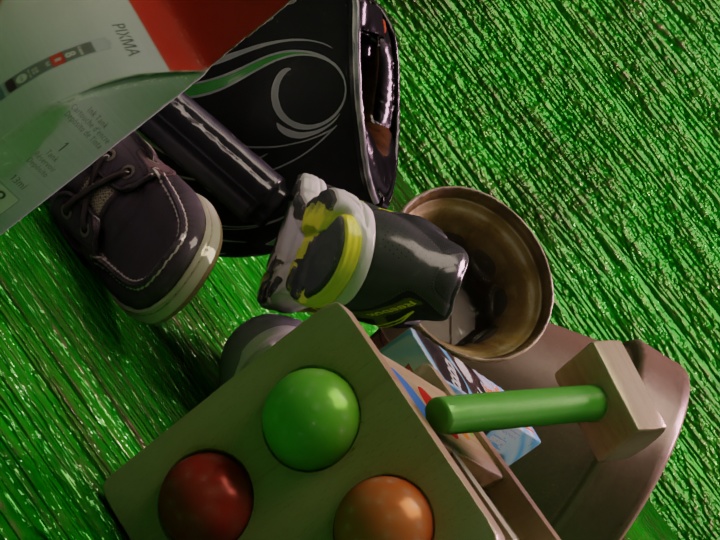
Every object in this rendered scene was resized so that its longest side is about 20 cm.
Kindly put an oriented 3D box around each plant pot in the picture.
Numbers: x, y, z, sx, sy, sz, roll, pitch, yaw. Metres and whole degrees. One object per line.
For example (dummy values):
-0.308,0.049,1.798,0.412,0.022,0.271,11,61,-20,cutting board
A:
0.102,0.109,1.482,0.174,0.201,0.200,31,10,-6,plant pot

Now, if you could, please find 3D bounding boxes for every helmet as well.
-0.080,-0.108,1.269,0.200,0.189,0.202,-3,90,-80,helmet

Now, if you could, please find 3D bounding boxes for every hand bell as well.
0.017,0.040,1.248,0.104,0.104,0.200,51,-36,2,hand bell

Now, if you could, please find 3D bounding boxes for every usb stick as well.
-0.120,-0.096,1.136,0.200,0.033,0.055,41,-11,-2,usb stick

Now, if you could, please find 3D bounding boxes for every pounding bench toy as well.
0.022,0.086,0.884,0.125,0.200,0.156,54,7,24,pounding bench toy

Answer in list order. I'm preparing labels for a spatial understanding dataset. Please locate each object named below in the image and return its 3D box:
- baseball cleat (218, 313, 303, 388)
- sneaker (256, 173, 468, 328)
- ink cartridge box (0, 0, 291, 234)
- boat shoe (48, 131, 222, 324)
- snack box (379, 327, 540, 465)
-0.049,0.058,1.181,0.106,0.070,0.200,47,-5,29,baseball cleat
0.000,0.000,1.103,0.084,0.075,0.200,19,3,-10,sneaker
-0.130,-0.124,0.963,0.050,0.200,0.163,43,10,-45,ink cartridge box
-0.127,-0.036,1.096,0.065,0.072,0.200,38,7,-29,boat shoe
0.019,0.096,1.151,0.037,0.116,0.200,58,9,22,snack box
